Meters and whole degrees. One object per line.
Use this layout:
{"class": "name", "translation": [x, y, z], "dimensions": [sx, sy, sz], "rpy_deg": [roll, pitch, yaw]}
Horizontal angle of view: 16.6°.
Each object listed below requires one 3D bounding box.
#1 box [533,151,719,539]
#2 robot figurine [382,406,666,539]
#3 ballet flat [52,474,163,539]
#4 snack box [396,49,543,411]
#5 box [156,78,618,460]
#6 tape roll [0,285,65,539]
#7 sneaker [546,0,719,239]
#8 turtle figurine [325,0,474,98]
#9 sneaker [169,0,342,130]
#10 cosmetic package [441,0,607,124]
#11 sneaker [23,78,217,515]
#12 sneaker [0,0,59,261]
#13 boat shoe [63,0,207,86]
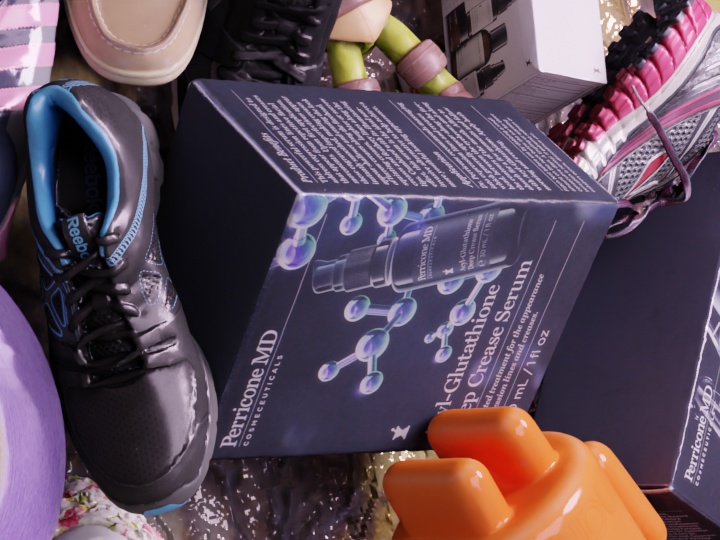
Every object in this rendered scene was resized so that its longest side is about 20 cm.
{"class": "box", "translation": [0.198, 0.065, 1.370], "dimensions": [0.182, 0.104, 0.201], "rpy_deg": [34, 62, -41]}
{"class": "robot figurine", "translation": [0.089, 0.161, 1.206], "dimensions": [0.200, 0.116, 0.144], "rpy_deg": [57, 16, -20]}
{"class": "ballet flat", "translation": [-0.101, 0.169, 1.110], "dimensions": [0.075, 0.064, 0.200], "rpy_deg": [-31, 69, -5]}
{"class": "snack box", "translation": [0.082, -0.027, 1.367], "dimensions": [0.072, 0.024, 0.201], "rpy_deg": [-23, 96, -40]}
{"class": "box", "translation": [0.000, 0.000, 1.204], "dimensions": [0.199, 0.107, 0.149], "rpy_deg": [0, 122, -37]}
{"class": "tape roll", "translation": [-0.230, 0.080, 1.078], "dimensions": [0.200, 0.066, 0.201], "rpy_deg": [7, 78, -36]}
{"class": "sneaker", "translation": [0.135, -0.052, 1.306], "dimensions": [0.075, 0.081, 0.200], "rpy_deg": [39, 92, -17]}
{"class": "turtle figurine", "translation": [-0.013, -0.128, 1.285], "dimensions": [0.200, 0.064, 0.162], "rpy_deg": [-26, 88, -23]}
{"class": "sneaker", "translation": [-0.043, -0.133, 1.198], "dimensions": [0.075, 0.088, 0.201], "rpy_deg": [14, 92, -9]}
{"class": "cosmetic package", "translation": [0.081, -0.182, 1.338], "dimensions": [0.051, 0.082, 0.201], "rpy_deg": [9, 67, -34]}
{"class": "sneaker", "translation": [-0.118, 0.011, 1.109], "dimensions": [0.082, 0.073, 0.201], "rpy_deg": [35, 40, -76]}
{"class": "sneaker", "translation": [-0.174, -0.096, 1.166], "dimensions": [0.082, 0.070, 0.201], "rpy_deg": [57, 42, -52]}
{"class": "boat shoe", "translation": [-0.103, -0.183, 1.193], "dimensions": [0.072, 0.065, 0.201], "rpy_deg": [8, 61, -7]}
